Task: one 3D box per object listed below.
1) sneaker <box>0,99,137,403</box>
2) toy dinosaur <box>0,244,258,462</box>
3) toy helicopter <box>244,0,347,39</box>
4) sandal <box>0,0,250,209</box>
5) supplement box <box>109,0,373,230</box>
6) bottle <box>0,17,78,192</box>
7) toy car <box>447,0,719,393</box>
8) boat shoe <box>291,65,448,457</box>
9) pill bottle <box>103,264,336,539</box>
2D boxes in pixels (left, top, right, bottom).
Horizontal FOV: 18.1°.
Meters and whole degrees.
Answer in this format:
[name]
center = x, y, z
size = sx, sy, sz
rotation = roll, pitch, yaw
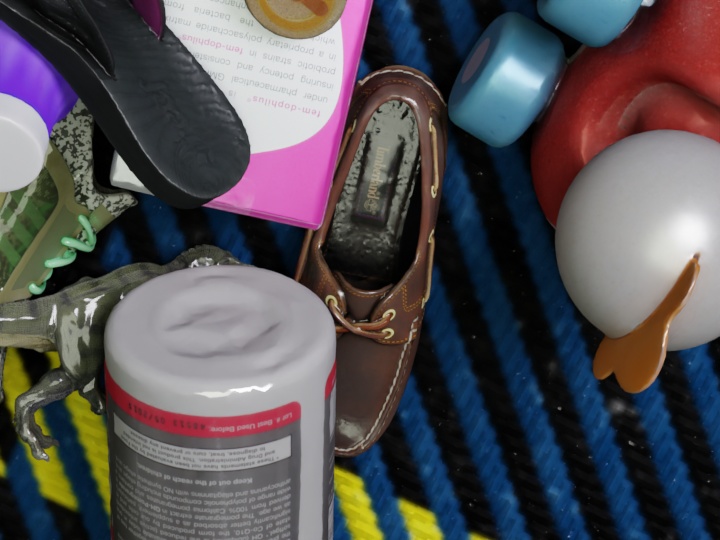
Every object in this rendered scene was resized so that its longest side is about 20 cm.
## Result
[sneaker]
center = -0.155, -0.024, 1.113
size = 0.088, 0.077, 0.201
rotation = 8, 107, -10
[toy dinosaur]
center = -0.139, 0.040, 1.109
size = 0.199, 0.047, 0.089
rotation = -13, 122, -34
[toy helicopter]
center = -0.072, -0.180, 0.945
size = 0.132, 0.079, 0.201
rotation = -21, 116, 19
[sandal]
center = -0.111, -0.118, 0.959
size = 0.201, 0.075, 0.048
rotation = 48, 137, -12
[supplement box]
center = -0.048, -0.130, 1.049
size = 0.100, 0.103, 0.202
rotation = 13, 96, -7
[bottle]
center = -0.152, -0.122, 1.021
size = 0.083, 0.201, 0.065
rotation = -25, 130, 29
[toy car]
center = 0.130, -0.023, 1.003
size = 0.184, 0.201, 0.177
rotation = 30, 143, -10
[boat shoe]
center = 0.000, 0.000, 1.107
size = 0.070, 0.070, 0.202
rotation = 7, 104, -1
[pill bottle]
center = -0.067, 0.108, 1.097
size = 0.110, 0.111, 0.201
rotation = 3, 121, 3
